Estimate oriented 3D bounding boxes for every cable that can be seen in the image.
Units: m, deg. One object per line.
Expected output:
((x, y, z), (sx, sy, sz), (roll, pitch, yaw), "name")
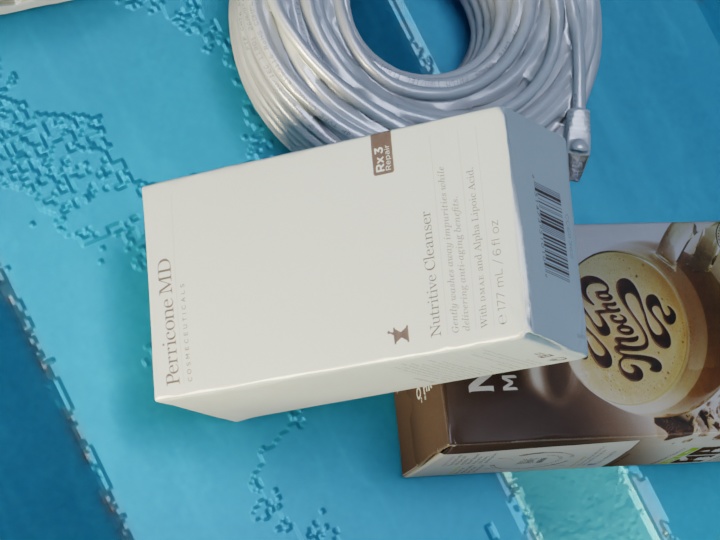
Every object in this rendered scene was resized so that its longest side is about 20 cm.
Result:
((0.030, -0.134, 1.307), (0.198, 0.069, 0.201), (17, 69, -11), "cable")

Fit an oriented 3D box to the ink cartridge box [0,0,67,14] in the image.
((-0.195, -0.235, 1.255), (0.144, 0.087, 0.201), (-14, 81, -21), "ink cartridge box")

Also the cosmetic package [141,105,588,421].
((0.000, 0.000, 1.192), (0.199, 0.081, 0.114), (-13, 75, 24), "cosmetic package")

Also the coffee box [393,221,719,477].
((0.118, 0.039, 1.277), (0.198, 0.080, 0.114), (-2, 75, -18), "coffee box")
